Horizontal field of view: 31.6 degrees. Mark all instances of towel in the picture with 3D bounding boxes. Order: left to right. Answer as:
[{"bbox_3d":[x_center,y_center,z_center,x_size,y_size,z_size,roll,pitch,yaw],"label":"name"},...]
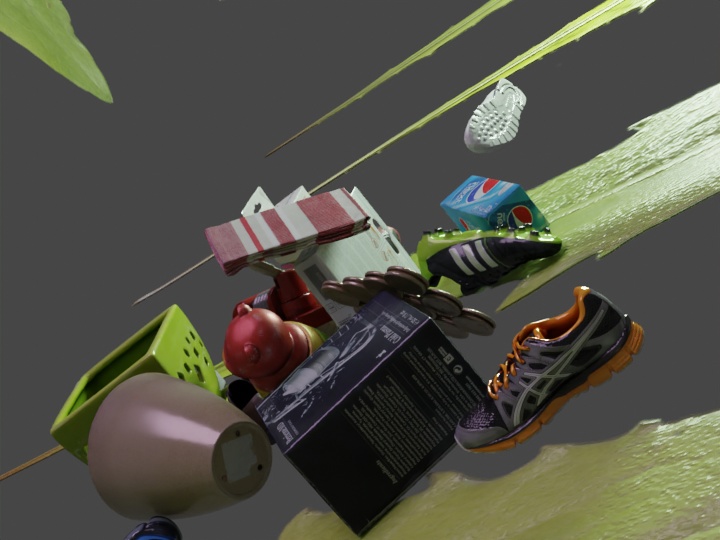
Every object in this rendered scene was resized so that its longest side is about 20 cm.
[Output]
[{"bbox_3d":[-0.095,-0.053,1.635,0.198,0.023,0.144,-18,24,-10],"label":"towel"}]

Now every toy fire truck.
[{"bbox_3d":[-0.130,0.047,1.744,0.128,0.202,0.175,-23,2,-35],"label":"toy fire truck"}]

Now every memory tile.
[{"bbox_3d":[0.053,0.041,1.457,0.199,0.152,0.017,-12,51,60],"label":"memory tile"}]

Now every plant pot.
[{"bbox_3d":[-0.292,0.199,1.808,0.198,0.182,0.200,-37,15,14],"label":"plant pot"},{"bbox_3d":[-0.205,0.225,1.562,0.199,0.188,0.188,-1,39,48],"label":"plant pot"}]

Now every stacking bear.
[{"bbox_3d":[-0.086,0.108,1.454,0.113,0.200,0.123,-21,56,21],"label":"stacking bear"}]

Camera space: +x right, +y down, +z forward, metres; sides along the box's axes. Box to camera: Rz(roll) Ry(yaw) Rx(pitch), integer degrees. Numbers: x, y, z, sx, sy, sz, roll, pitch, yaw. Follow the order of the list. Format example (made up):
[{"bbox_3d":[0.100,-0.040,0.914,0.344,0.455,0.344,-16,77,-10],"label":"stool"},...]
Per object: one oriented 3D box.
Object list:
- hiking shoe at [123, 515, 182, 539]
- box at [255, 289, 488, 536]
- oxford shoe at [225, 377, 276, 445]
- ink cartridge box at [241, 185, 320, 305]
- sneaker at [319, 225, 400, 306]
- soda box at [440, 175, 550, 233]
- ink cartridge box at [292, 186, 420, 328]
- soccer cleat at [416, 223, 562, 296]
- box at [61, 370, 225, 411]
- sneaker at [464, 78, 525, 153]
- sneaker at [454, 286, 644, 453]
[{"bbox_3d":[-0.299,0.373,1.516,0.200,0.075,0.087,-41,13,-2],"label":"hiking shoe"},{"bbox_3d":[0.012,0.140,1.319,0.196,0.124,0.200,-44,14,-5],"label":"box"},{"bbox_3d":[-0.144,0.172,1.707,0.073,0.085,0.200,-45,13,-14],"label":"oxford shoe"},{"bbox_3d":[-0.091,-0.050,2.000,0.067,0.200,0.117,-33,16,24],"label":"ink cartridge box"},{"bbox_3d":[0.021,0.001,1.818,0.097,0.071,0.201,-27,22,44],"label":"sneaker"},{"bbox_3d":[0.172,-0.074,1.653,0.064,0.068,0.200,-41,14,-5],"label":"soda box"},{"bbox_3d":[0.000,0.000,1.690,0.047,0.161,0.200,-30,17,28],"label":"ink cartridge box"},{"bbox_3d":[0.156,-0.012,1.530,0.198,0.082,0.067,-2,7,38],"label":"soccer cleat"},{"bbox_3d":[-0.338,0.198,1.990,0.199,0.153,0.107,-37,15,15],"label":"box"},{"bbox_3d":[0.209,-0.234,2.068,0.080,0.076,0.200,-44,5,39],"label":"sneaker"},{"bbox_3d":[0.161,0.091,1.165,0.199,0.077,0.078,-39,15,10],"label":"sneaker"}]
